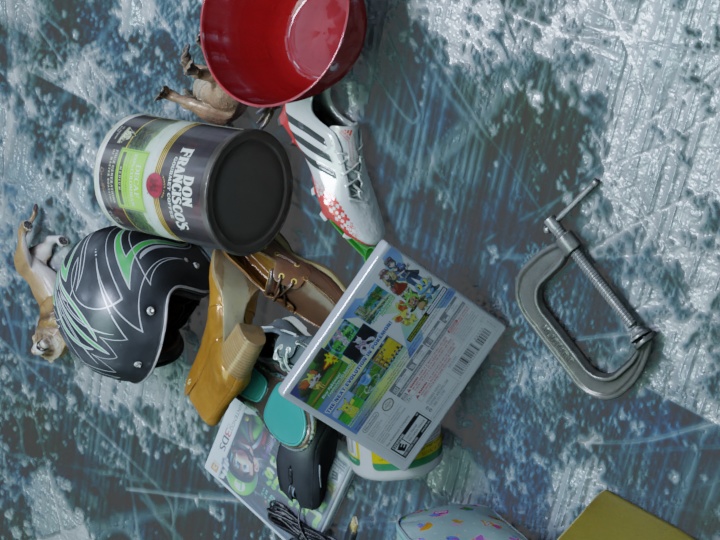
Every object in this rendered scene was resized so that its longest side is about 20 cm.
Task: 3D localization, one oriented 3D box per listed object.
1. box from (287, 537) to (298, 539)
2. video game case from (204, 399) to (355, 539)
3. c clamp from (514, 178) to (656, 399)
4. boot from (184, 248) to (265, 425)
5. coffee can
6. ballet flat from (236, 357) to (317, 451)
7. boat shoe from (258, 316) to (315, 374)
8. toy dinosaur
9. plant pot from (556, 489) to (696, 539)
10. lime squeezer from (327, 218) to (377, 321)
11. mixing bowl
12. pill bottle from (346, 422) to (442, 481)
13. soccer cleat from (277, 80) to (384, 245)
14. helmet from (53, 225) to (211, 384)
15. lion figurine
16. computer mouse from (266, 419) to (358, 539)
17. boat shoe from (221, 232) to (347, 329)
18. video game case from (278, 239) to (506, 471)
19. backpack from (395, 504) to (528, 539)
[{"bbox_3d":[-0.024,0.449,1.878,0.198,0.051,0.159,19,119,25],"label":"box"},{"bbox_3d":[-0.105,0.249,1.904,0.199,0.023,0.183,38,125,22],"label":"video game case"},{"bbox_3d":[0.241,0.033,1.554,0.171,0.027,0.201,-40,79,39],"label":"c clamp"},{"bbox_3d":[-0.178,0.079,1.813,0.144,0.070,0.202,-55,33,29],"label":"boot"},{"bbox_3d":[-0.201,-0.105,1.768,0.199,0.146,0.148,12,113,39],"label":"coffee can"},{"bbox_3d":[-0.093,0.159,1.788,0.200,0.074,0.075,40,129,48],"label":"ballet flat"},{"bbox_3d":[-0.078,0.106,1.749,0.200,0.061,0.074,-146,50,-63],"label":"boat shoe"},{"bbox_3d":[-0.158,-0.211,1.755,0.135,0.086,0.200,33,151,-18],"label":"toy dinosaur"},{"bbox_3d":[0.292,0.383,1.536,0.198,0.194,0.198,20,117,26],"label":"plant pot"},{"bbox_3d":[0.000,0.000,1.668,0.070,0.201,0.038,21,125,-15],"label":"lime squeezer"},{"bbox_3d":[-0.067,-0.270,1.621,0.198,0.108,0.203,-4,83,33],"label":"mixing bowl"},{"bbox_3d":[0.032,0.129,1.696,0.112,0.112,0.202,5,108,37],"label":"pill bottle"},{"bbox_3d":[-0.022,-0.124,1.682,0.085,0.068,0.201,-37,78,43],"label":"soccer cleat"},{"bbox_3d":[-0.295,0.040,1.869,0.199,0.190,0.202,14,114,35],"label":"helmet"},{"bbox_3d":[-0.444,0.020,2.072,0.122,0.072,0.202,-40,65,47],"label":"lion figurine"},{"bbox_3d":[-0.056,0.271,1.828,0.140,0.046,0.202,33,123,27],"label":"computer mouse"},{"bbox_3d":[-0.088,0.017,1.781,0.200,0.067,0.072,39,125,21],"label":"boat shoe"},{"bbox_3d":[0.036,0.095,1.609,0.201,0.182,0.022,-55,25,4],"label":"video game case"},{"bbox_3d":[0.095,0.351,1.638,0.176,0.198,0.155,-146,45,-69],"label":"backpack"}]
